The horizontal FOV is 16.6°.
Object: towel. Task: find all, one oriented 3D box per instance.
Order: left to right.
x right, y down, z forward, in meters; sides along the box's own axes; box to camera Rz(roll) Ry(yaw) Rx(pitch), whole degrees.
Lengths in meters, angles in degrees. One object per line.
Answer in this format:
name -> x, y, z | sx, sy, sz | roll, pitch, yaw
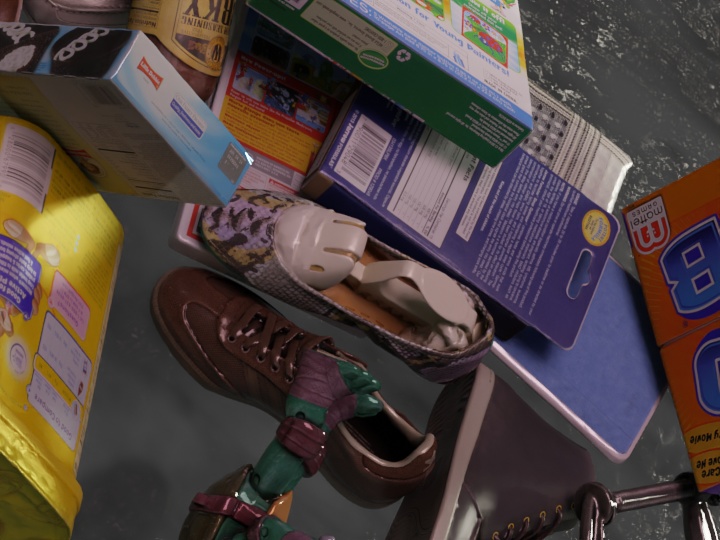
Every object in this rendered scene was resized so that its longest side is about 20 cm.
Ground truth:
towel -> 0.079, -0.061, 1.637 | 0.192, 0.035, 0.201 | 36, 53, -11

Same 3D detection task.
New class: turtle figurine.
turtle figurine -> -0.050, 0.149, 1.372 | 0.100, 0.150, 0.201 | 26, 77, -10

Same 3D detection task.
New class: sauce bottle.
sauce bottle -> -0.110, -0.148, 1.501 | 0.064, 0.065, 0.202 | 9, 94, -27

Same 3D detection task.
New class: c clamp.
c clamp -> 0.185, 0.166, 1.555 | 0.199, 0.027, 0.172 | -11, 89, -56

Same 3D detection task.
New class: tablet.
tablet -> 0.121, 0.019, 1.591 | 0.200, 0.014, 0.130 | 42, 51, -7

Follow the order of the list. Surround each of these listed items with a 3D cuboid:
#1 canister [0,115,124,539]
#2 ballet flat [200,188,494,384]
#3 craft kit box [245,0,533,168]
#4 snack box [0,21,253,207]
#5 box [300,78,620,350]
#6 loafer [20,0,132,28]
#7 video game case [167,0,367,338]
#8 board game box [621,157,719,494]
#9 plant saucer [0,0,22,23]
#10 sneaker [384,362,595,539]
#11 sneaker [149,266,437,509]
canister -> -0.200, 0.034, 1.357 | 0.149, 0.086, 0.201 | 55, 34, -48
ballet flat -> 0.000, 0.000, 1.485 | 0.199, 0.072, 0.072 | 30, 54, -18
craft kit box -> 0.018, -0.183, 1.564 | 0.199, 0.048, 0.198 | 32, 34, -23
snack box -> -0.167, -0.091, 1.379 | 0.116, 0.199, 0.037 | 49, 60, -41
box -> 0.066, -0.041, 1.559 | 0.199, 0.032, 0.122 | 36, 51, -12
loafer -> -0.126, -0.198, 1.559 | 0.199, 0.070, 0.070 | -23, 79, -37
video game case -> -0.034, -0.073, 1.547 | 0.142, 0.017, 0.201 | 26, 59, -21
board game box -> 0.326, 0.023, 1.606 | 0.199, 0.199, 0.201 | 10, 60, -47
plant saucer -> -0.299, -0.183, 1.470 | 0.199, 0.034, 0.202 | 13, 60, -24
sneaker -> 0.082, 0.157, 1.500 | 0.106, 0.075, 0.201 | 32, 52, -14
sneaker -> -0.034, 0.058, 1.479 | 0.200, 0.076, 0.071 | 40, 52, -7
